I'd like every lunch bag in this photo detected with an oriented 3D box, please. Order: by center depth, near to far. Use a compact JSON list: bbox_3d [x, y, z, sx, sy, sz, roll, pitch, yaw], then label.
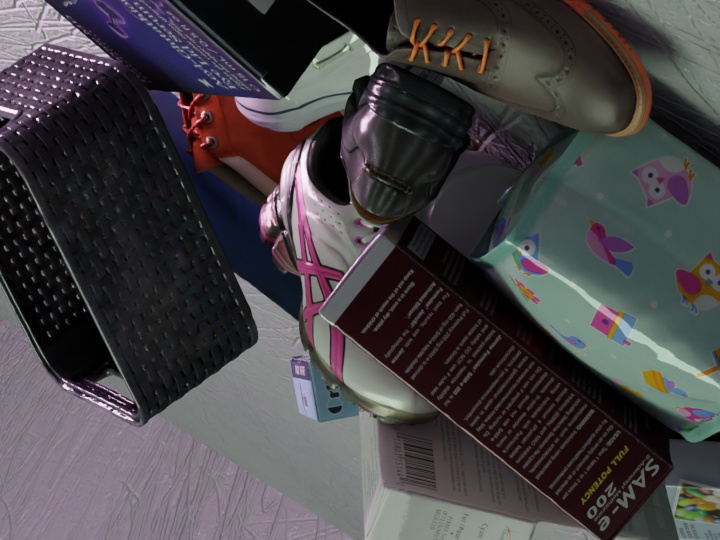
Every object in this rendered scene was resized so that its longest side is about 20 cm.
[{"bbox_3d":[0.151,0.003,1.329,0.170,0.122,0.200,35,170,-1],"label":"lunch bag"}]

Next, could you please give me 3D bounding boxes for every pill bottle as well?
[{"bbox_3d":[0.052,-0.017,1.554,0.112,0.113,0.200,38,168,-11],"label":"pill bottle"}]

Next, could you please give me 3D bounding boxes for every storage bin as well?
[{"bbox_3d":[-0.161,-0.023,1.479,0.135,0.094,0.201,18,139,54],"label":"storage bin"}]

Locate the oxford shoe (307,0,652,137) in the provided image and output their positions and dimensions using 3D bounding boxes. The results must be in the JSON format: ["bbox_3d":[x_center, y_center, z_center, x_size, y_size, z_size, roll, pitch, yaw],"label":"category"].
[{"bbox_3d":[0.051,-0.113,1.222,0.199,0.072,0.072,30,131,26],"label":"oxford shoe"}]

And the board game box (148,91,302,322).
[{"bbox_3d":[-0.092,-0.030,1.616,0.200,0.039,0.158,38,-156,-29],"label":"board game box"}]

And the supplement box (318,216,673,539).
[{"bbox_3d":[0.077,0.055,1.349,0.200,0.061,0.109,38,-169,0],"label":"supplement box"}]

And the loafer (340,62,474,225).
[{"bbox_3d":[0.015,-0.061,1.315,0.072,0.073,0.200,27,178,4],"label":"loafer"}]

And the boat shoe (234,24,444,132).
[{"bbox_3d":[-0.023,-0.132,1.445,0.067,0.074,0.200,44,153,-25],"label":"boat shoe"}]

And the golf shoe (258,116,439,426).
[{"bbox_3d":[0.000,0.000,1.447,0.201,0.072,0.092,62,141,33],"label":"golf shoe"}]

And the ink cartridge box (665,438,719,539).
[{"bbox_3d":[0.244,0.148,1.634,0.199,0.042,0.119,5,158,15],"label":"ink cartridge box"}]

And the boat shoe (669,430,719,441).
[{"bbox_3d":[0.212,0.096,1.658,0.074,0.066,0.199,32,168,17],"label":"boat shoe"}]

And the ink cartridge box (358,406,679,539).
[{"bbox_3d":[0.088,0.110,1.464,0.175,0.045,0.200,13,-154,-7],"label":"ink cartridge box"}]

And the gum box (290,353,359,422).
[{"bbox_3d":[0.059,0.062,1.652,0.170,0.199,0.045,170,91,-84],"label":"gum box"}]

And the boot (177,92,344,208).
[{"bbox_3d":[-0.093,-0.122,1.577,0.200,0.107,0.075,39,170,-8],"label":"boot"}]

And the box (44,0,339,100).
[{"bbox_3d":[-0.105,-0.181,1.377,0.148,0.105,0.200,40,167,-23],"label":"box"}]
